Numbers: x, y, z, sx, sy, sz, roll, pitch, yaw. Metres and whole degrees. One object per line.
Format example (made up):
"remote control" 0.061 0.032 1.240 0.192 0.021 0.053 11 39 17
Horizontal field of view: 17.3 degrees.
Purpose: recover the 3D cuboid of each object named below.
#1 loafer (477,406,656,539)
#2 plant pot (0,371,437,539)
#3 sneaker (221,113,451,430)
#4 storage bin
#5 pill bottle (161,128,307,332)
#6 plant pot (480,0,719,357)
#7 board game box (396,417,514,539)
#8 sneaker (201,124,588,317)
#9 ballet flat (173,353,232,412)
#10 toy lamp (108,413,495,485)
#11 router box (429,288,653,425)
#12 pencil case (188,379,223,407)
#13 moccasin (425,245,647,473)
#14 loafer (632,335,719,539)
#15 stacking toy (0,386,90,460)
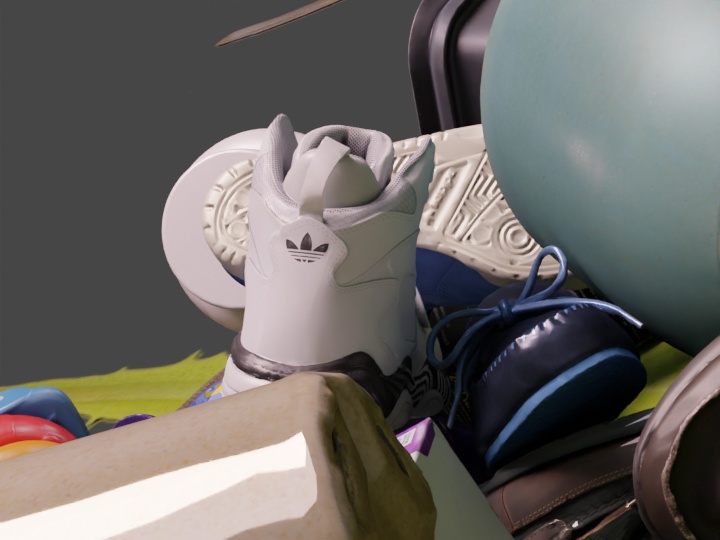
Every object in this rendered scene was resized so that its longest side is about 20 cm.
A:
"loafer" 0.070 0.104 0.898 0.199 0.063 0.072 -24 -19 29
"plant pot" -0.063 0.123 0.699 0.183 0.201 0.201 -24 16 10
"sneaker" 0.000 0.000 0.943 0.075 0.116 0.200 9 6 11
"storage bin" 0.131 -0.117 1.335 0.134 0.146 0.200 6 34 26
"pill bottle" -0.041 -0.019 1.293 0.111 0.111 0.200 -32 -7 10
"plant pot" 0.163 -0.049 0.897 0.200 0.201 0.161 -34 27 2
"board game box" -0.038 0.157 0.849 0.199 0.103 0.105 -29 15 21
"sneaker" 0.036 -0.011 1.072 0.199 0.077 0.111 -4 -18 9
"ballet flat" -0.086 0.088 1.231 0.046 0.068 0.200 20 34 21
"toy lamp" -0.016 0.082 0.958 0.058 0.058 0.200 -24 -18 38
"router box" 0.084 0.006 1.166 0.149 0.051 0.200 -32 14 5
"pencil case" -0.048 0.110 1.076 0.087 0.078 0.200 -33 14 5
"moccasin" 0.062 0.039 0.934 0.080 0.068 0.200 -25 -11 -7
"loafer" 0.181 0.036 0.798 0.200 0.073 0.071 -33 12 7
"stacking toy" -0.162 0.149 1.214 0.116 0.110 0.200 -28 27 -13
